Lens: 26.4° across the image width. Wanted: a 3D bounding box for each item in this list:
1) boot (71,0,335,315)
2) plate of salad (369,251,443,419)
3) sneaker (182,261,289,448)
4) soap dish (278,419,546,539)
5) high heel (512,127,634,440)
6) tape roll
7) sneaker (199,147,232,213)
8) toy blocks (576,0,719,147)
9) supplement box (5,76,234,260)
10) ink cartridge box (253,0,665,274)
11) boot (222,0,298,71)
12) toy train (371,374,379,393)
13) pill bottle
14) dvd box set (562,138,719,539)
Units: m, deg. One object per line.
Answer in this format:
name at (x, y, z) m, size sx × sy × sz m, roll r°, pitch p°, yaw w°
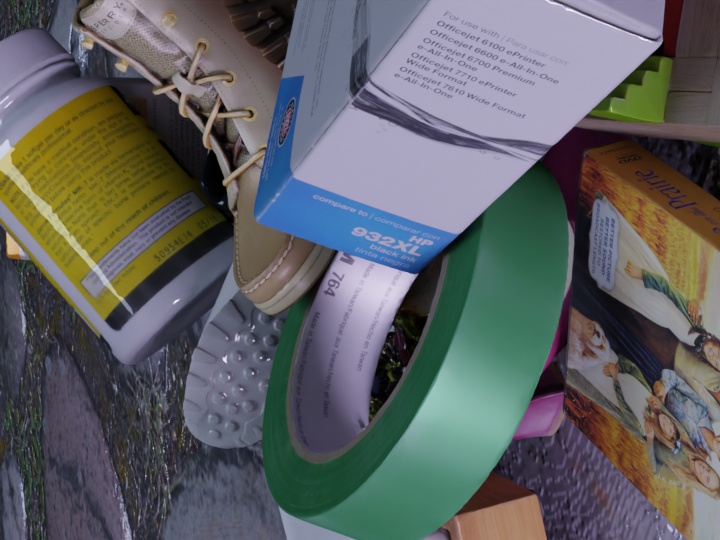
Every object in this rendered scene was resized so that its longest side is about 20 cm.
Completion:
boot at (-0.078, -0.086, 0.788) m, size 0.073 × 0.155 × 0.200 m, roll -30°, pitch 41°, yaw 37°
plate of salad at (0.013, 0.023, 0.916) m, size 0.200 × 0.048 × 0.200 m, roll 21°, pitch 114°, yaw 61°
sneaker at (-0.048, 0.011, 0.916) m, size 0.200 × 0.076 × 0.081 m, roll -64°, pitch 15°, yaw 3°
soap dish at (0.033, 0.168, 0.830) m, size 0.200 × 0.081 × 0.158 m, roll 17°, pitch 124°, yaw 62°
high heel at (0.069, 0.007, 0.742) m, size 0.067 × 0.096 × 0.200 m, roll 58°, pitch 143°, yaw 44°
tape roll at (0.021, 0.028, 0.726) m, size 0.200 × 0.048 × 0.201 m, roll -49°, pitch 28°, yaw 37°
sneaker at (-0.049, -0.124, 0.935) m, size 0.091 × 0.076 × 0.200 m, roll -27°, pitch -50°, yaw -71°
toy blocks at (0.136, -0.122, 0.607) m, size 0.200 × 0.100 × 0.137 m, roll 15°, pitch 96°, yaw 63°
supplement box at (-0.142, -0.069, 1.060) m, size 0.074 × 0.200 × 0.126 m, roll -28°, pitch -60°, yaw -70°
ink cartridge box at (0.039, -0.109, 0.618) m, size 0.200 × 0.084 × 0.145 m, roll 135°, pitch 151°, yaw -56°
boot at (0.012, -0.114, 0.805) m, size 0.075 × 0.200 × 0.107 m, roll -34°, pitch 25°, yaw 19°
toy train at (0.000, 0.000, 0.849) m, size 0.034 × 0.046 × 0.200 m, roll 0°, pitch 76°, yaw 58°
pill bottle at (-0.170, -0.049, 0.972) m, size 0.200 × 0.114 × 0.114 m, roll 48°, pitch 147°, yaw 4°
dvd box set at (0.150, 0.051, 0.634) m, size 0.200 × 0.029 × 0.146 m, roll -132°, pitch 35°, yaw -51°
